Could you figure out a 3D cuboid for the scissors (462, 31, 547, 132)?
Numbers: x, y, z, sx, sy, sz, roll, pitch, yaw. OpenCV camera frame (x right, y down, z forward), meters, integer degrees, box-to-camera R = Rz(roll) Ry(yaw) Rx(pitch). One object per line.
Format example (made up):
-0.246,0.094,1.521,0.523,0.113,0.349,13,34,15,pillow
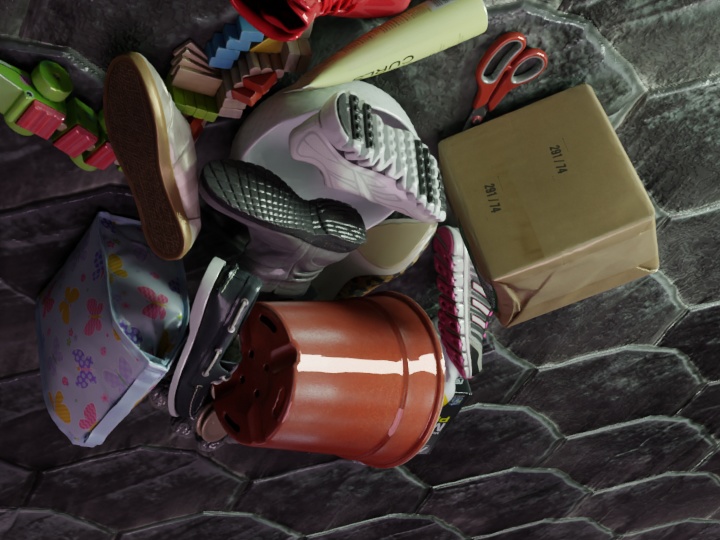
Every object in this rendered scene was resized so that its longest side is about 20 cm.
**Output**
0.123,-0.174,1.228,0.073,0.014,0.200,11,135,-34,scissors

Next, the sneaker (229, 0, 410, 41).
-0.036,-0.233,1.011,0.198,0.116,0.079,4,138,-24,sneaker

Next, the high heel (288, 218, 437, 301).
0.000,0.000,1.382,0.199,0.072,0.143,-29,170,-9,high heel

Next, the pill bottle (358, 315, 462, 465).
0.049,0.150,1.489,0.199,0.113,0.113,-36,143,-8,pill bottle

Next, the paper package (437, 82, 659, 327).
0.195,-0.071,1.217,0.189,0.201,0.104,-21,146,4,paper package

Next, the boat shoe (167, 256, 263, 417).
-0.149,0.081,1.171,0.060,0.076,0.201,21,128,3,boat shoe

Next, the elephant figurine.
-0.172,0.125,1.371,0.140,0.156,0.201,-2,149,-4,elephant figurine

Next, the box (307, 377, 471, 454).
0.037,0.201,1.632,0.198,0.045,0.161,5,137,-24,box

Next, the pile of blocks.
-0.127,-0.181,1.087,0.199,0.063,0.082,-33,139,20,pile of blocks

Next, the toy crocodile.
-0.275,-0.138,1.087,0.067,0.062,0.199,-36,138,24,toy crocodile

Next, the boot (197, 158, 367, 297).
-0.102,-0.029,1.150,0.199,0.070,0.131,23,134,-34,boot

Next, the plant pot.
-0.045,0.114,1.249,0.194,0.202,0.201,8,138,-42,plant pot

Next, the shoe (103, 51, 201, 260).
-0.192,-0.111,1.086,0.069,0.053,0.202,5,117,31,shoe

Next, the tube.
0.024,-0.207,1.075,0.199,0.052,0.058,-26,151,-14,tube

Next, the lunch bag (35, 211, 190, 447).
-0.262,0.071,1.237,0.126,0.201,0.170,16,131,-34,lunch bag

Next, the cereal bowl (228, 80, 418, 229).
-0.041,-0.122,1.173,0.198,0.084,0.201,-9,142,-7,cereal bowl

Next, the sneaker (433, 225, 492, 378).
0.143,0.036,1.403,0.087,0.074,0.202,-12,110,-16,sneaker

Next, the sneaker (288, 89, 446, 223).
0.012,-0.100,1.107,0.081,0.076,0.200,-24,142,31,sneaker

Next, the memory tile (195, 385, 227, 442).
-0.100,0.129,1.359,0.199,0.017,0.154,0,117,-50,memory tile
